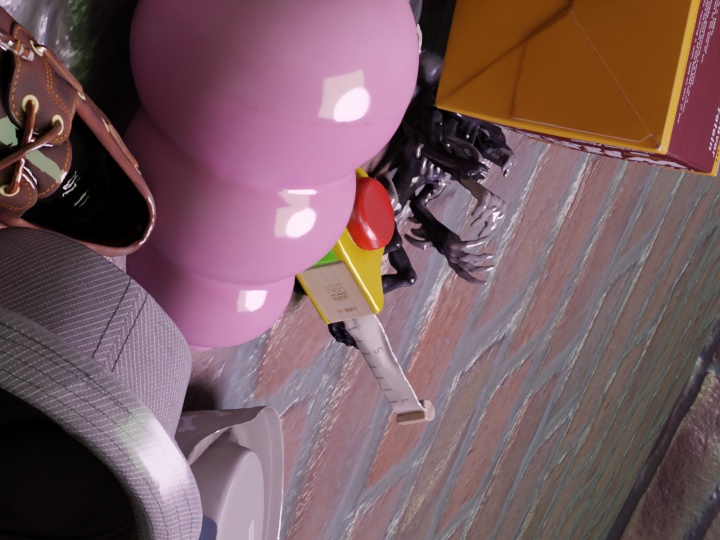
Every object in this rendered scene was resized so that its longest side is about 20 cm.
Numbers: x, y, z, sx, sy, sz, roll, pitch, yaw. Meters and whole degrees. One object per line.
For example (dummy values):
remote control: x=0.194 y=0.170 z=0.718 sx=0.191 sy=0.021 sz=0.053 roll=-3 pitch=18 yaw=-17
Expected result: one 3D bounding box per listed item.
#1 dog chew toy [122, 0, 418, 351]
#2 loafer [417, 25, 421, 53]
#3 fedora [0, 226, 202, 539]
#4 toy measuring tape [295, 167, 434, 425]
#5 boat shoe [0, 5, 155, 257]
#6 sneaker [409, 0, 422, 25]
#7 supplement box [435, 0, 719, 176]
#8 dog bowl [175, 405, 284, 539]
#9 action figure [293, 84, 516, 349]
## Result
dog chew toy: x=-0.051 y=-0.052 z=0.706 sx=0.124 sy=0.124 sz=0.201 roll=-30 pitch=145 yaw=-55
loafer: x=-0.026 y=-0.070 z=0.836 sx=0.200 sy=0.068 sz=0.076 roll=-45 pitch=160 yaw=-30
fedora: x=-0.137 y=0.052 z=0.607 sx=0.200 sy=0.177 sz=0.091 roll=-37 pitch=-159 yaw=45
toy measuring tape: x=0.000 y=0.000 z=0.938 sx=0.074 sy=0.073 sz=0.200 roll=-48 pitch=125 yaw=-27
boat shoe: x=-0.132 y=-0.054 z=0.591 sx=0.071 sy=0.070 sz=0.200 roll=-54 pitch=160 yaw=0
sneaker: x=0.024 y=-0.194 z=0.790 sx=0.200 sy=0.060 sz=0.104 roll=-57 pitch=161 yaw=-15
supplement box: x=0.155 y=-0.170 z=0.957 sx=0.200 sy=0.132 sz=0.198 roll=1 pitch=101 yaw=-69
dog bowl: x=-0.096 y=0.176 z=0.964 sx=0.200 sy=0.058 sz=0.201 roll=8 pitch=90 yaw=-82
action figure: x=0.048 y=-0.037 z=1.033 sx=0.200 sy=0.102 sz=0.119 roll=-50 pitch=159 yaw=-12
